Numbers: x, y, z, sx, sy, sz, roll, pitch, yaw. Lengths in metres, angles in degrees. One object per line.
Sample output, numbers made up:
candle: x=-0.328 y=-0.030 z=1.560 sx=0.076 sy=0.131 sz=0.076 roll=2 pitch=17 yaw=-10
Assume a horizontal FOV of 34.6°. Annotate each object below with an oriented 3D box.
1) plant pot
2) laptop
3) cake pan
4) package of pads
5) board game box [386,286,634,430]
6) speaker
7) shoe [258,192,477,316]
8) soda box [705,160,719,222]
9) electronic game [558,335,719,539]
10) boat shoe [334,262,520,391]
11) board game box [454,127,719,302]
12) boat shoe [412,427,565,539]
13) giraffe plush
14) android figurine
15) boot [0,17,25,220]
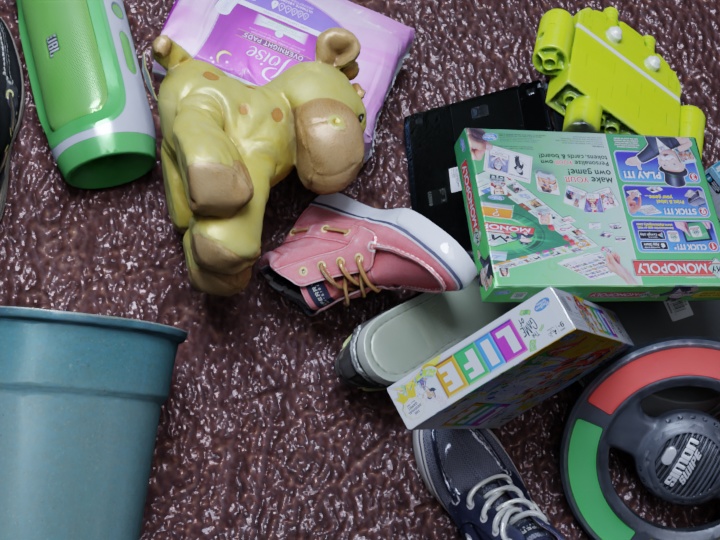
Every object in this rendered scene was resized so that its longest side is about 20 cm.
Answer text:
plant pot: x=-0.227 y=0.133 z=0.799 sx=0.200 sy=0.200 sz=0.196 roll=4 pitch=80 yaw=-10
laptop: x=0.150 y=-0.063 z=0.982 sx=0.200 sy=0.103 sz=0.177 roll=-14 pitch=50 yaw=13
cake pan: x=0.257 y=0.033 z=0.986 sx=0.200 sy=0.037 sz=0.201 roll=6 pitch=68 yaw=-15
package of pads: x=-0.064 y=-0.181 z=0.979 sx=0.200 sy=0.076 sz=0.121 roll=22 pitch=69 yaw=-4
board game box: x=0.118 y=0.070 z=0.851 sx=0.134 sy=0.200 sz=0.034 roll=-34 pitch=71 yaw=17
speaker: x=-0.225 y=-0.172 z=0.940 sx=0.088 sy=0.088 sz=0.200 roll=-13 pitch=76 yaw=-15
shoe: x=0.000 y=0.000 z=0.890 sx=0.091 sy=0.200 sz=0.072 roll=-46 pitch=124 yaw=-15
soda box: x=0.388 y=-0.104 z=1.048 sx=0.200 sy=0.068 sz=0.064 roll=-33 pitch=82 yaw=-19
electronic game: x=0.258 y=0.150 z=0.919 sx=0.200 sy=0.042 sz=0.200 roll=1 pitch=102 yaw=5
boat shoe: x=0.066 y=0.043 z=0.940 sx=0.201 sy=0.061 sz=0.072 roll=-19 pitch=84 yaw=-36
board game box: x=0.178 y=-0.042 z=0.880 sx=0.200 sy=0.029 sz=0.135 roll=1 pitch=65 yaw=-16
boat shoe: x=0.113 y=0.186 z=0.893 sx=0.075 sy=0.093 sz=0.200 roll=-29 pitch=81 yaw=-18
giraffe plush: x=-0.066 y=-0.097 z=0.878 sx=0.162 sy=0.173 sz=0.200 roll=-12 pitch=70 yaw=-15
android figurine: x=0.226 y=-0.159 z=1.011 sx=0.182 sy=0.041 sz=0.200 roll=34 pitch=45 yaw=-13
boot: x=-0.302 y=-0.137 z=0.879 sx=0.073 sy=0.151 sz=0.200 roll=4 pitch=73 yaw=-10
